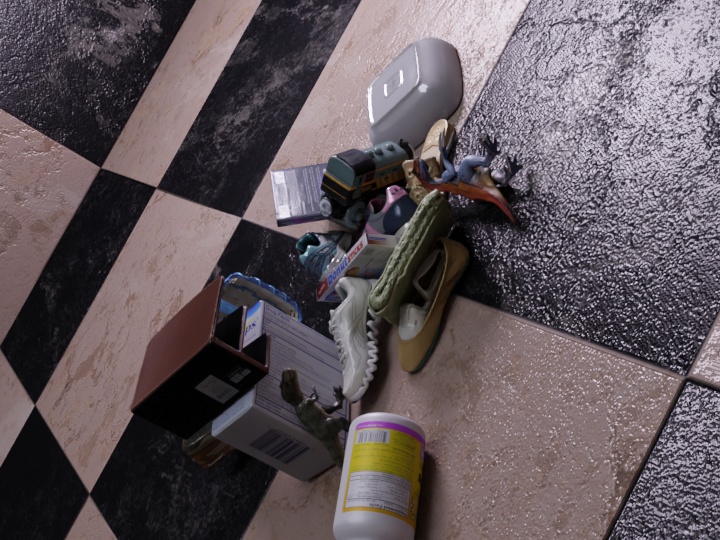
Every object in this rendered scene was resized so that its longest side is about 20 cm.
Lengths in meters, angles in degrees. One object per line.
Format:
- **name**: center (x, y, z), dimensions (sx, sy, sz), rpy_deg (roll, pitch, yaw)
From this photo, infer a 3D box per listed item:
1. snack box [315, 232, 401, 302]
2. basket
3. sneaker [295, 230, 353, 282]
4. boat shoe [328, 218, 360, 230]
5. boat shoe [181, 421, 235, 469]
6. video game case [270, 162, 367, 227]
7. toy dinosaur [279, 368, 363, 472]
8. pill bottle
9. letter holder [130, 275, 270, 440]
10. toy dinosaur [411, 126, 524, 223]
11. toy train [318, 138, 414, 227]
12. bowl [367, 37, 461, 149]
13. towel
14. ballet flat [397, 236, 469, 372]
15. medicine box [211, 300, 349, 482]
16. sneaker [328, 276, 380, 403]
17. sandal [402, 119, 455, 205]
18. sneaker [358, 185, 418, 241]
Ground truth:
- **snack box**: center (0.000, 0.000, 1.588), dimensions (0.200, 0.071, 0.025), rpy_deg (133, 135, -54)
- **basket**: center (-0.180, 0.090, 1.748), dimensions (0.140, 0.175, 0.200), rpy_deg (-63, 10, -10)
- **sneaker**: center (-0.064, -0.041, 1.742), dimensions (0.078, 0.086, 0.200), rpy_deg (-55, 12, 11)
- **boat shoe**: center (-0.041, -0.125, 1.826), dimensions (0.063, 0.074, 0.200), rpy_deg (-62, 22, 14)
- **boat shoe**: center (-0.202, 0.262, 1.719), dimensions (0.199, 0.074, 0.076), rpy_deg (-32, 20, 10)
- **video game case**: center (-0.052, -0.139, 1.771), dimensions (0.198, 0.019, 0.144), rpy_deg (-8, 42, -4)
- **toy dinosaur**: center (-0.039, 0.215, 1.460), dimensions (0.088, 0.201, 0.047), rpy_deg (-33, -5, -35)
- **pill bottle**: center (0.022, 0.290, 1.301), dimensions (0.104, 0.104, 0.202), rpy_deg (-27, 42, 43)
- **letter holder**: center (-0.225, 0.122, 1.478), dimensions (0.200, 0.100, 0.143), rpy_deg (-40, 32, 32)
- **toy dinosaur**: center (0.143, -0.139, 1.520), dimensions (0.181, 0.104, 0.202), rpy_deg (-31, 41, 46)
- **toy train**: center (0.014, -0.145, 1.649), dimensions (0.085, 0.199, 0.115), rpy_deg (37, 129, 27)
- **bowl**: center (0.082, -0.308, 1.806), dimensions (0.199, 0.074, 0.201), rpy_deg (-40, 35, 32)
- **towel**: center (0.077, -0.019, 1.492), dimensions (0.036, 0.148, 0.202), rpy_deg (26, 88, 17)
- **ballet flat**: center (0.089, 0.044, 1.470), dimensions (0.068, 0.063, 0.202), rpy_deg (8, 70, 56)
- **medicine box**: center (-0.114, 0.180, 1.539), dimensions (0.103, 0.181, 0.201), rpy_deg (-37, 35, 32)
- **sneaker**: center (-0.013, 0.101, 1.540), dimensions (0.075, 0.080, 0.202), rpy_deg (130, 151, -58)
- **sandal**: center (0.096, -0.164, 1.649), dimensions (0.077, 0.069, 0.214), rpy_deg (-22, 45, 47)
- **sneaker**: center (0.032, -0.068, 1.613), dimensions (0.070, 0.083, 0.200), rpy_deg (-27, -6, -36)
